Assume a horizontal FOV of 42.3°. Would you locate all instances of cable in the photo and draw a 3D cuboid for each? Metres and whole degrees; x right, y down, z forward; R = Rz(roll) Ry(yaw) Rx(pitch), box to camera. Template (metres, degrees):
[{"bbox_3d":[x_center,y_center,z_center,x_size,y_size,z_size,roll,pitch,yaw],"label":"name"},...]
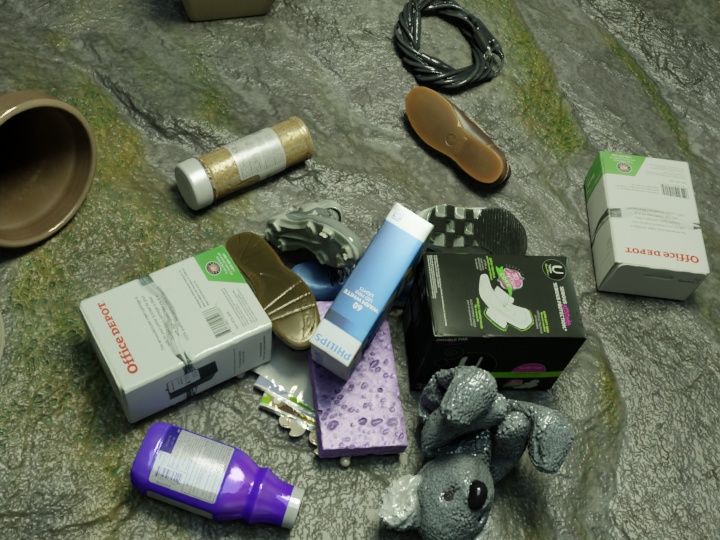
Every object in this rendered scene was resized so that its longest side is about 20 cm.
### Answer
[{"bbox_3d":[0.133,-0.380,1.539,0.161,0.051,0.202,-27,70,-19],"label":"cable"}]

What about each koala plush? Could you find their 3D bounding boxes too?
[{"bbox_3d":[0.120,0.239,1.101,0.175,0.183,0.203,28,72,-19],"label":"koala plush"}]

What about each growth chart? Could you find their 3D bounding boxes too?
[{"bbox_3d":[-0.062,0.146,1.190,0.199,0.018,0.145,36,60,11],"label":"growth chart"}]

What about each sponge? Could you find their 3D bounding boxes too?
[{"bbox_3d":[-0.009,0.134,1.183,0.109,0.030,0.203,-2,61,-13],"label":"sponge"}]

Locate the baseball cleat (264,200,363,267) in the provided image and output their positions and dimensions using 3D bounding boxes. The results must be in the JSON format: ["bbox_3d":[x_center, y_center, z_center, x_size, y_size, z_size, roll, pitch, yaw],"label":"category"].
[{"bbox_3d":[-0.045,-0.059,1.239,0.106,0.071,0.198,-32,31,-31],"label":"baseball cleat"}]

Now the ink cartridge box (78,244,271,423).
[{"bbox_3d":[-0.227,0.076,1.153,0.197,0.084,0.147,-22,58,-22],"label":"ink cartridge box"}]

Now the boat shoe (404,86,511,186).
[{"bbox_3d":[0.150,-0.203,1.423,0.200,0.071,0.070,49,24,15],"label":"boat shoe"}]

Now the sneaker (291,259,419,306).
[{"bbox_3d":[0.000,0.000,1.250,0.196,0.090,0.080,-4,59,-11],"label":"sneaker"}]

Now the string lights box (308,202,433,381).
[{"bbox_3d":[0.012,0.028,1.141,0.058,0.103,0.202,30,76,7],"label":"string lights box"}]

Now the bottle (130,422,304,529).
[{"bbox_3d":[-0.164,0.245,1.082,0.197,0.066,0.085,19,58,0],"label":"bottle"}]

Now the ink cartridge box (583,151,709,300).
[{"bbox_3d":[0.418,-0.066,1.375,0.143,0.085,0.203,7,58,-6],"label":"ink cartridge box"}]

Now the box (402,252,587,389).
[{"bbox_3d":[0.167,0.069,1.205,0.196,0.149,0.126,2,57,-9],"label":"box"}]

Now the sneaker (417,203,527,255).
[{"bbox_3d":[0.149,-0.054,1.325,0.197,0.088,0.076,12,80,-31],"label":"sneaker"}]

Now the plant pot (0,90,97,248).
[{"bbox_3d":[-0.473,-0.157,1.209,0.173,0.202,0.200,30,56,28],"label":"plant pot"}]

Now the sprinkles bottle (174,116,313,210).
[{"bbox_3d":[-0.164,-0.155,1.324,0.198,0.069,0.069,-28,67,-25],"label":"sprinkles bottle"}]

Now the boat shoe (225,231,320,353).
[{"bbox_3d":[-0.111,0.034,1.207,0.072,0.065,0.201,-22,55,-19],"label":"boat shoe"}]

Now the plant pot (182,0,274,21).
[{"bbox_3d":[-0.216,-0.510,1.464,0.196,0.178,0.203,-11,62,-17],"label":"plant pot"}]

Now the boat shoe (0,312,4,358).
[{"bbox_3d":[-0.493,0.052,1.152,0.062,0.072,0.203,-27,65,23],"label":"boat shoe"}]
